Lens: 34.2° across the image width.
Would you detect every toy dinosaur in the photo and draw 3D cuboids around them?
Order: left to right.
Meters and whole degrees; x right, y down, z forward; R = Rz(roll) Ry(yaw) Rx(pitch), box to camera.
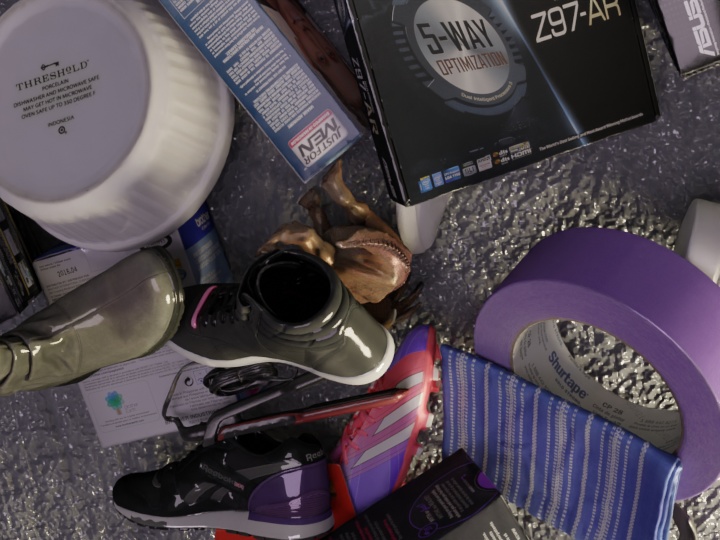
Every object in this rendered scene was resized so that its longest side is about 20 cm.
[{"bbox_3d":[0.000,0.000,0.869,0.135,0.200,0.086,42,71,-5],"label":"toy dinosaur"}]

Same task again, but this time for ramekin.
[{"bbox_3d":[-0.200,-0.119,0.867,0.200,0.094,0.205,-2,85,18],"label":"ramekin"}]

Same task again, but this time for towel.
[{"bbox_3d":[0.142,0.146,0.878,0.199,0.024,0.146,25,140,28],"label":"towel"}]

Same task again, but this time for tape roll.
[{"bbox_3d":[0.180,0.069,0.834,0.199,0.066,0.201,29,144,24],"label":"tape roll"}]

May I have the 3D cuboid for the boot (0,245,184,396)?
[{"bbox_3d":[-0.224,0.052,0.838,0.199,0.130,0.068,-32,79,38],"label":"boot"}]

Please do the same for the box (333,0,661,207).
[{"bbox_3d":[0.095,-0.152,0.807,0.198,0.044,0.162,-19,104,-10],"label":"box"}]

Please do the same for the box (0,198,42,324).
[{"bbox_3d":[-0.312,-0.062,0.911,0.049,0.161,0.201,-23,102,1],"label":"box"}]

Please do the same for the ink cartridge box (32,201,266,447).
[{"bbox_3d":[-0.173,0.028,0.953,0.135,0.076,0.202,-14,105,16],"label":"ink cartridge box"}]

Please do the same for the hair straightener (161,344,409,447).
[{"bbox_3d":[-0.065,0.083,0.899,0.198,0.041,0.078,-15,89,15],"label":"hair straightener"}]

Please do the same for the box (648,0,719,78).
[{"bbox_3d":[0.181,-0.229,0.722,0.047,0.200,0.195,-21,102,17],"label":"box"}]

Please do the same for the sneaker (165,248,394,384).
[{"bbox_3d":[-0.079,0.021,0.824,0.198,0.071,0.099,8,149,27],"label":"sneaker"}]

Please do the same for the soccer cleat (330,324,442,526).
[{"bbox_3d":[0.015,0.131,0.944,0.076,0.067,0.202,15,116,4],"label":"soccer cleat"}]

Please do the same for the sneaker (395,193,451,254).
[{"bbox_3d":[0.069,-0.107,0.861,0.088,0.075,0.202,4,108,-2],"label":"sneaker"}]

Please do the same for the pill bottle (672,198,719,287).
[{"bbox_3d":[0.319,0.014,0.814,0.198,0.111,0.112,16,110,8],"label":"pill bottle"}]

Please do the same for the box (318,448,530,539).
[{"bbox_3d":[0.032,0.243,0.876,0.199,0.122,0.107,-31,102,-4],"label":"box"}]

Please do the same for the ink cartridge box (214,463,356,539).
[{"bbox_3d":[-0.062,0.261,0.988,0.161,0.057,0.202,-6,116,32],"label":"ink cartridge box"}]

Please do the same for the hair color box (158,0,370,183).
[{"bbox_3d":[-0.071,-0.168,0.854,0.060,0.100,0.200,-36,97,19],"label":"hair color box"}]

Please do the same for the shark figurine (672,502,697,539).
[{"bbox_3d":[0.213,0.282,0.938,0.128,0.090,0.214,45,113,-5],"label":"shark figurine"}]

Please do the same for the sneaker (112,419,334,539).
[{"bbox_3d":[-0.112,0.161,0.950,0.198,0.076,0.089,-1,97,23],"label":"sneaker"}]
